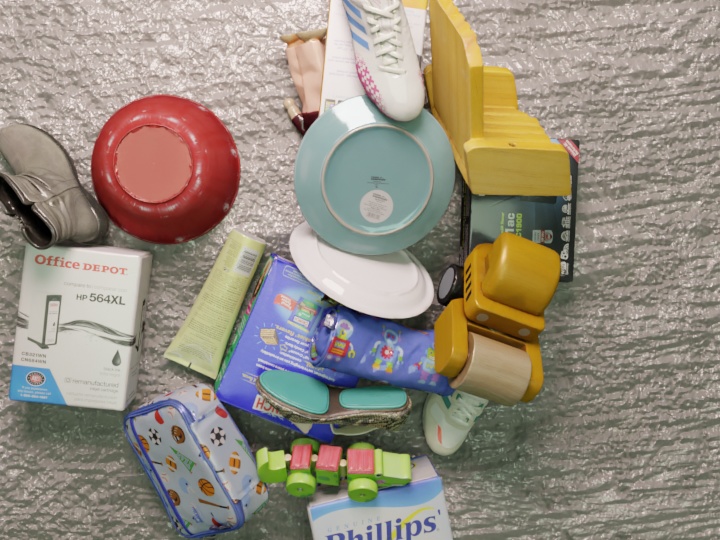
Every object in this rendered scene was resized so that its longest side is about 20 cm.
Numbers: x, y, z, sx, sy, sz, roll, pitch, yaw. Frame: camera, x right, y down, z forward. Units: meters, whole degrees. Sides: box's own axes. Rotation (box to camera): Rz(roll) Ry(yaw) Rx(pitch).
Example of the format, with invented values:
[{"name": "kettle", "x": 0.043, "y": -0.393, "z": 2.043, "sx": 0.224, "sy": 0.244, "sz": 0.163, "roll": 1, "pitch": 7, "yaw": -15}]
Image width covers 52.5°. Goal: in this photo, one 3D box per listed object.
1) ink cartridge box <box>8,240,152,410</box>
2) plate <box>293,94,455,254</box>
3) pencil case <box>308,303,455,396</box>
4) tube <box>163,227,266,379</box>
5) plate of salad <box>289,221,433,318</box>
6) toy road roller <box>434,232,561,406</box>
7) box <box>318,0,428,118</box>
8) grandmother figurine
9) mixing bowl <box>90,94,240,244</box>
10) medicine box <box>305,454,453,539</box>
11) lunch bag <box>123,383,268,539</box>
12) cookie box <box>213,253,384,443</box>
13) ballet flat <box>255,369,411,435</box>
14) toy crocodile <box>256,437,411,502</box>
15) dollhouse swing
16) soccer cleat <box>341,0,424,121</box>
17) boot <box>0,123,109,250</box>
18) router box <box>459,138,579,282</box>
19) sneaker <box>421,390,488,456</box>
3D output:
[{"name": "ink cartridge box", "x": -0.358, "y": 0.067, "z": 0.942, "sx": 0.145, "sy": 0.084, "sz": 0.201, "roll": 7, "pitch": 93, "yaw": -7}, {"name": "plate", "x": 0.019, "y": -0.110, "z": 0.878, "sx": 0.199, "sy": 0.026, "sz": 0.201, "roll": -3, "pitch": 110, "yaw": -7}, {"name": "pencil case", "x": 0.034, "y": 0.099, "z": 0.924, "sx": 0.199, "sy": 0.078, "sz": 0.087, "roll": 16, "pitch": 84, "yaw": -19}, {"name": "tube", "x": -0.191, "y": 0.042, "z": 0.982, "sx": 0.058, "sy": 0.052, "sz": 0.201, "roll": 27, "pitch": 95, "yaw": 34}, {"name": "plate of salad", "x": 0.000, "y": 0.000, "z": 0.939, "sx": 0.199, "sy": 0.200, "sz": 0.048, "roll": 22, "pitch": 122, "yaw": -7}, {"name": "toy road roller", "x": 0.173, "y": 0.047, "z": 0.888, "sx": 0.122, "sy": 0.201, "sz": 0.146, "roll": 19, "pitch": 135, "yaw": -12}, {"name": "box", "x": 0.012, "y": -0.238, "z": 0.889, "sx": 0.118, "sy": 0.041, "sz": 0.201, "roll": 6, "pitch": 95, "yaw": -6}, {"name": "grandmother figurine", "x": -0.052, "y": -0.210, "z": 0.958, "sx": 0.060, "sy": 0.121, "sz": 0.201, "roll": -21, "pitch": 112, "yaw": -30}, {"name": "mixing bowl", "x": -0.255, "y": -0.132, "z": 0.931, "sx": 0.199, "sy": 0.108, "sz": 0.201, "roll": 0, "pitch": 93, "yaw": -7}, {"name": "medicine box", "x": 0.031, "y": 0.378, "z": 0.995, "sx": 0.181, "sy": 0.103, "sz": 0.201, "roll": -12, "pitch": 95, "yaw": -6}, {"name": "lunch bag", "x": -0.217, "y": 0.253, "z": 0.947, "sx": 0.160, "sy": 0.076, "sz": 0.201, "roll": -22, "pitch": 95, "yaw": 36}, {"name": "cookie box", "x": -0.081, "y": 0.103, "z": 0.979, "sx": 0.171, "sy": 0.075, "sz": 0.201, "roll": 24, "pitch": 90, "yaw": -10}, {"name": "ballet flat", "x": -0.036, "y": 0.177, "z": 0.924, "sx": 0.199, "sy": 0.068, "sz": 0.076, "roll": 8, "pitch": 125, "yaw": -5}, {"name": "toy crocodile", "x": -0.034, "y": 0.249, "z": 0.932, "sx": 0.199, "sy": 0.068, "sz": 0.062, "roll": 3, "pitch": 136, "yaw": 2}, {"name": "dollhouse swing", "x": 0.170, "y": -0.220, "z": 0.875, "sx": 0.181, "sy": 0.200, "sz": 0.176, "roll": -1, "pitch": 131, "yaw": -13}, {"name": "soccer cleat", "x": 0.022, "y": -0.267, "z": 0.815, "sx": 0.070, "sy": 0.086, "sz": 0.201, "roll": -19, "pitch": 87, "yaw": -9}, {"name": "boot", "x": -0.401, "y": -0.111, "z": 0.889, "sx": 0.068, "sy": 0.131, "sz": 0.200, "roll": -43, "pitch": 83, "yaw": 11}, {"name": "router box", "x": 0.217, "y": -0.084, "z": 1.009, "sx": 0.149, "sy": 0.062, "sz": 0.201, "roll": 1, "pitch": 93, "yaw": -5}, {"name": "sneaker", "x": 0.145, "y": 0.165, "z": 1.000, "sx": 0.070, "sy": 0.093, "sz": 0.200, "roll": 25, "pitch": 90, "yaw": -7}]
